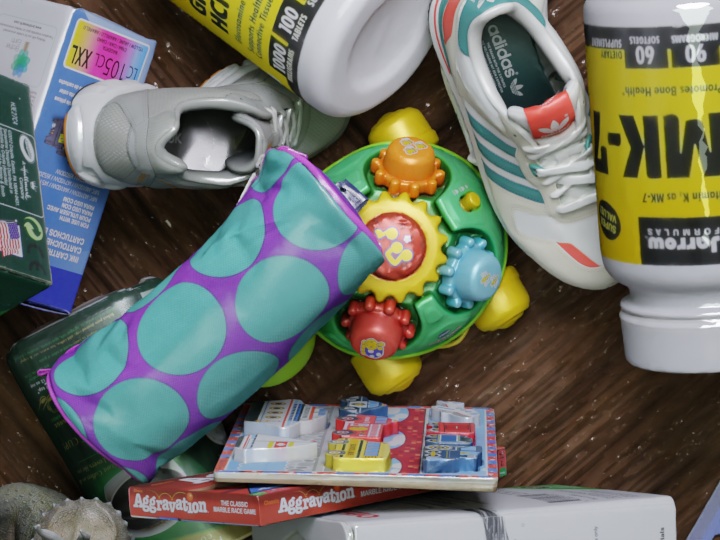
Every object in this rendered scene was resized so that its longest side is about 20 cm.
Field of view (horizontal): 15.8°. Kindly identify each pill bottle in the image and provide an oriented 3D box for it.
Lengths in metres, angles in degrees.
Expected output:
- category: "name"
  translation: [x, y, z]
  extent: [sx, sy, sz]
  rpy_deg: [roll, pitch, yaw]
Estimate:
- category: "pill bottle"
  translation: [-0.055, -0.184, 1.488]
  extent: [0.200, 0.112, 0.113]
  rpy_deg: [37, 90, 25]
- category: "pill bottle"
  translation: [0.182, -0.053, 1.393]
  extent: [0.114, 0.114, 0.201]
  rpy_deg: [-5, 100, 2]

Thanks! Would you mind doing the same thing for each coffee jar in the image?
- category: "coffee jar"
  translation: [-0.120, 0.112, 1.513]
  extent: [0.104, 0.085, 0.200]
  rpy_deg: [-26, 87, 12]

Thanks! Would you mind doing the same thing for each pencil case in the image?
- category: "pencil case"
  translation: [-0.080, 0.023, 1.419]
  extent: [0.200, 0.085, 0.092]
  rpy_deg: [-43, 72, 8]

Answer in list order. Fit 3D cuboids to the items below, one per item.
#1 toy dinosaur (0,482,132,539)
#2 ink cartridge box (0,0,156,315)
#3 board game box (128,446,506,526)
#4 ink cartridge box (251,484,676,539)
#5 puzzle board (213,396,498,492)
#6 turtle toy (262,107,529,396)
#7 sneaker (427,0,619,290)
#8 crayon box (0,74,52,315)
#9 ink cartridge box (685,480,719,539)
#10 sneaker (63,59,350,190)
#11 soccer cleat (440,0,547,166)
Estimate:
- category: "toy dinosaur"
  translation: [-0.179, 0.162, 1.485]
  extent: [0.077, 0.200, 0.103]
  rpy_deg: [-10, 107, -28]
- category: "ink cartridge box"
  translation: [-0.213, -0.059, 1.497]
  extent: [0.136, 0.076, 0.201]
  rpy_deg: [18, 88, 44]
- category: "board game box"
  translation: [-0.021, 0.117, 1.445]
  extent: [0.103, 0.200, 0.020]
  rpy_deg: [-3, 92, 43]
- category: "ink cartridge box"
  translation: [0.055, 0.168, 1.441]
  extent: [0.199, 0.146, 0.084]
  rpy_deg: [-2, 90, -24]
- category: "puzzle board"
  translation: [0.001, 0.093, 1.453]
  extent: [0.150, 0.200, 0.017]
  rpy_deg: [2, 97, 2]
- category: "turtle toy"
  translation: [0.000, 0.000, 1.505]
  extent: [0.200, 0.101, 0.146]
  rpy_deg: [-31, 87, 1]
- category: "sneaker"
  translation: [0.100, -0.071, 1.435]
  extent: [0.070, 0.093, 0.200]
  rpy_deg: [-26, 104, -2]
- category: "crayon box"
  translation: [-0.260, -0.014, 1.441]
  extent: [0.200, 0.051, 0.127]
  rpy_deg: [-27, 60, 33]
- category: "ink cartridge box"
  translation: [0.276, 0.212, 1.521]
  extent: [0.200, 0.039, 0.100]
  rpy_deg: [29, 90, 3]
- category: "sneaker"
  translation: [-0.067, -0.075, 1.473]
  extent: [0.092, 0.200, 0.076]
  rpy_deg: [12, 109, 43]
- category: "soccer cleat"
  translation: [0.075, -0.157, 1.499]
  extent: [0.069, 0.078, 0.201]
  rpy_deg: [-6, 99, 33]
